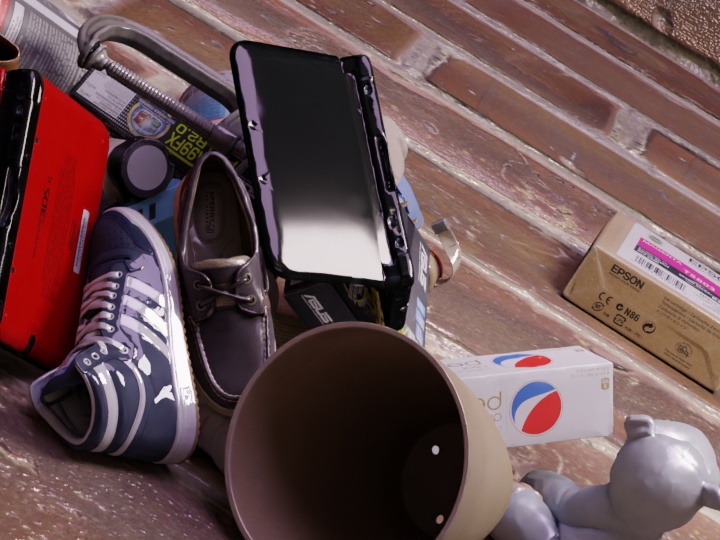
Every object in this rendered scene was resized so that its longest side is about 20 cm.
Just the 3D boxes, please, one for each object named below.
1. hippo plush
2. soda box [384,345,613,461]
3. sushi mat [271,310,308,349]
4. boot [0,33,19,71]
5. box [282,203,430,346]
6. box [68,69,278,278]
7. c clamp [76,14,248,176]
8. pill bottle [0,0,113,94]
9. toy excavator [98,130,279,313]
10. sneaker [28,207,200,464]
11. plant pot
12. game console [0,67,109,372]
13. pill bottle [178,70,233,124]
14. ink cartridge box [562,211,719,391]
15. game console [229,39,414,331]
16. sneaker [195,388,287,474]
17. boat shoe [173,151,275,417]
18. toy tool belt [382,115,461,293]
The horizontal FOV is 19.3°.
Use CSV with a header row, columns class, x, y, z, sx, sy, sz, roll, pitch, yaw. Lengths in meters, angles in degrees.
class,x,y,z,sx,sy,sz,roll,pitch,yaw
hippo plush,0.196,0.179,1.670,0.159,0.161,0.200,37,21,15
soda box,0.100,0.106,1.696,0.200,0.064,0.068,-6,12,-19
sushi mat,-0.034,0.078,1.752,0.200,0.012,0.096,15,47,-42
boot,-0.298,-0.138,1.717,0.200,0.155,0.074,14,57,-23
box,0.000,0.000,1.770,0.161,0.049,0.200,57,25,-35
box,-0.147,-0.078,1.773,0.200,0.044,0.160,35,-18,9
c clamp,-0.151,-0.145,1.699,0.200,0.027,0.171,35,27,9
pill bottle,-0.293,-0.180,1.838,0.200,0.116,0.116,35,12,-46
toy excavator,-0.173,-0.017,1.709,0.194,0.200,0.100,-26,22,-30
sneaker,-0.185,0.042,1.511,0.108,0.070,0.200,5,61,-43
plant pot,0.031,0.146,1.536,0.187,0.187,0.200,42,9,27
game console,-0.284,-0.041,1.536,0.119,0.200,0.172,0,-19,25
pill bottle,-0.121,-0.103,1.956,0.109,0.109,0.200,26,22,-14
ink cartridge box,0.335,0.031,2.333,0.200,0.075,0.165,32,21,5
game console,-0.032,-0.063,1.659,0.116,0.176,0.200,-8,69,-6
sneaker,-0.075,0.092,1.622,0.099,0.078,0.200,34,19,18
boat shoe,-0.103,0.007,1.548,0.072,0.065,0.200,-5,67,-4
toy tool belt,0.003,-0.043,1.989,0.200,0.125,0.123,62,30,-15
